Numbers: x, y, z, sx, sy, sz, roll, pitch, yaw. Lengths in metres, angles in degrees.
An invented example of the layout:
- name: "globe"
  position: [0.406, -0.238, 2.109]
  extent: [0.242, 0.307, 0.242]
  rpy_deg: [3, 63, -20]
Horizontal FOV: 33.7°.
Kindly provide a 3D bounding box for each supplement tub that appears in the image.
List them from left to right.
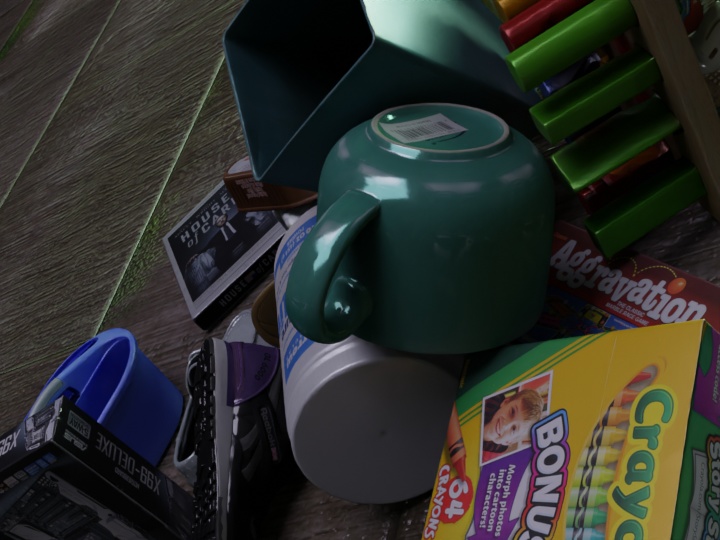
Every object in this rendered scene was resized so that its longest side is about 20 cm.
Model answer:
- name: "supplement tub"
  position: [0.005, 0.049, 0.851]
  extent: [0.131, 0.132, 0.201]
  rpy_deg: [-35, 31, 16]

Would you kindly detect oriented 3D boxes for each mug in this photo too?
- name: "mug"
  position: [0.044, -0.029, 0.731]
  extent: [0.149, 0.116, 0.186]
  rpy_deg: [6, 27, 8]

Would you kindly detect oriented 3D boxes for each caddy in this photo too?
- name: "caddy"
  position: [-0.255, 0.148, 1.078]
  extent: [0.140, 0.105, 0.202]
  rpy_deg: [-5, 49, 46]

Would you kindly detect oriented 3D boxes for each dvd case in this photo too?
- name: "dvd case"
  position: [-0.131, -0.038, 1.229]
  extent: [0.150, 0.025, 0.200]
  rpy_deg: [-43, 31, 4]

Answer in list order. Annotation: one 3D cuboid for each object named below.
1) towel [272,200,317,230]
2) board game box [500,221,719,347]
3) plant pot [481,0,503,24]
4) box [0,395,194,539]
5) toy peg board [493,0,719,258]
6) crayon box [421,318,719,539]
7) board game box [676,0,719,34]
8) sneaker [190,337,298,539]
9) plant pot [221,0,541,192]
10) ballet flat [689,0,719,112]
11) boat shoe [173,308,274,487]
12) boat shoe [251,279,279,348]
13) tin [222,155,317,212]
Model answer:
- name: "towel"
  position: [0.000, -0.087, 1.044]
  extent: [0.170, 0.049, 0.200]
  rpy_deg: [-33, 16, -4]
- name: "board game box"
  position: [0.159, 0.034, 0.775]
  extent: [0.103, 0.019, 0.199]
  rpy_deg: [-48, 30, -6]
- name: "plant pot"
  position: [0.065, -0.235, 1.015]
  extent: [0.199, 0.201, 0.194]
  rpy_deg: [-28, 24, 26]
- name: "box"
  position: [-0.256, 0.203, 0.965]
  extent: [0.198, 0.158, 0.050]
  rpy_deg: [-30, 33, 22]
- name: "toy peg board"
  position: [0.148, -0.125, 0.797]
  extent: [0.097, 0.201, 0.200]
  rpy_deg: [-30, 31, 3]
- name: "crayon box"
  position: [0.113, 0.137, 0.649]
  extent: [0.171, 0.058, 0.203]
  rpy_deg: [-14, 52, 48]
- name: "board game box"
  position: [0.226, -0.209, 0.847]
  extent: [0.102, 0.200, 0.020]
  rpy_deg: [-37, 72, 6]
- name: "sneaker"
  position: [-0.077, 0.150, 0.892]
  extent: [0.076, 0.086, 0.204]
  rpy_deg: [137, 136, -61]
- name: "plant pot"
  position: [0.028, -0.138, 0.858]
  extent: [0.141, 0.198, 0.143]
  rpy_deg: [-44, 49, 35]
- name: "ballet flat"
  position: [0.283, -0.176, 0.841]
  extent: [0.199, 0.065, 0.071]
  rpy_deg: [-34, 34, 20]
- name: "boat shoe"
  position: [-0.111, 0.097, 0.996]
  extent: [0.069, 0.072, 0.203]
  rpy_deg: [-26, 36, 29]
- name: "boat shoe"
  position: [0.000, 0.000, 0.986]
  extent: [0.198, 0.074, 0.065]
  rpy_deg: [-27, 13, 16]
- name: "tin"
  position: [-0.047, -0.094, 0.999]
  extent: [0.111, 0.042, 0.199]
  rpy_deg: [-33, 15, -24]
